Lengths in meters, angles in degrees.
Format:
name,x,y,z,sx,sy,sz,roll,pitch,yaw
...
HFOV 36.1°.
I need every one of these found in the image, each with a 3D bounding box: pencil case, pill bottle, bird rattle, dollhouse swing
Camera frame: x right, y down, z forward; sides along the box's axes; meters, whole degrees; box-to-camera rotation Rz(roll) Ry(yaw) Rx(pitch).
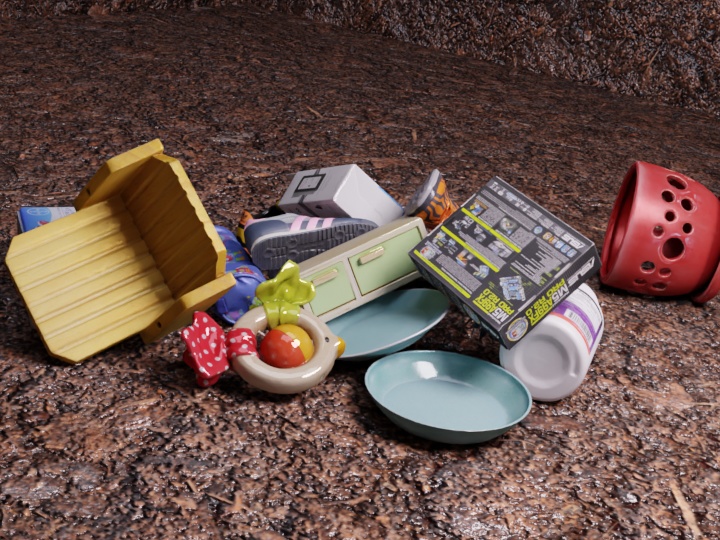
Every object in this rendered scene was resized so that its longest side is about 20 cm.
name,x,y,z,sx,sy,sz,roll,pitch,yaw
pencil case,-0.187,0.006,1.528,0.086,0.079,0.200,-12,26,-17
pill bottle,0.254,0.080,1.431,0.110,0.113,0.200,13,21,17
bird rattle,-0.110,0.081,1.315,0.162,0.114,0.199,31,37,23
dollhouse swing,-0.292,-0.015,1.306,0.175,0.202,0.181,-22,-9,-42

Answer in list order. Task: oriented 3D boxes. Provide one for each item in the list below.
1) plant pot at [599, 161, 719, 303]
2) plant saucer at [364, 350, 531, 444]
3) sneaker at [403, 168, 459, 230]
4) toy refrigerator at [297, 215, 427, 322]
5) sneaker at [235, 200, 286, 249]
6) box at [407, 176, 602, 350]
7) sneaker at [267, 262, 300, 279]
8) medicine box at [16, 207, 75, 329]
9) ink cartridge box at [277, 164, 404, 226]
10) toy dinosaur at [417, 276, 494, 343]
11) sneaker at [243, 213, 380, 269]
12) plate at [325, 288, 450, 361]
name,x,y,z,sx,sy,sz,roll,pitch,yaw
plant pot,0.488,-0.053,1.740,0.180,0.203,0.201,15,21,1
plant saucer,0.101,0.153,1.301,0.197,0.036,0.200,5,21,-2
sneaker,0.127,-0.080,1.585,0.112,0.078,0.200,39,6,3
toy refrigerator,0.000,0.000,1.492,0.198,0.077,0.070,-24,13,-16
sneaker,-0.105,-0.066,1.719,0.198,0.091,0.070,-10,27,-38
box,0.176,-0.015,1.382,0.160,0.044,0.200,-41,44,-7
sneaker,-0.029,0.017,1.574,0.198,0.077,0.081,-5,39,-23
medicine box,-0.349,-0.009,1.479,0.198,0.104,0.182,-3,23,-22
ink cartridge box,-0.041,-0.092,1.654,0.116,0.068,0.199,40,-21,-27
toy dinosaur,0.174,0.027,1.505,0.198,0.106,0.182,-19,18,18
sneaker,-0.067,-0.055,1.535,0.198,0.071,0.082,-4,37,-25
plate,0.023,0.075,1.420,0.198,0.026,0.200,-16,17,5
